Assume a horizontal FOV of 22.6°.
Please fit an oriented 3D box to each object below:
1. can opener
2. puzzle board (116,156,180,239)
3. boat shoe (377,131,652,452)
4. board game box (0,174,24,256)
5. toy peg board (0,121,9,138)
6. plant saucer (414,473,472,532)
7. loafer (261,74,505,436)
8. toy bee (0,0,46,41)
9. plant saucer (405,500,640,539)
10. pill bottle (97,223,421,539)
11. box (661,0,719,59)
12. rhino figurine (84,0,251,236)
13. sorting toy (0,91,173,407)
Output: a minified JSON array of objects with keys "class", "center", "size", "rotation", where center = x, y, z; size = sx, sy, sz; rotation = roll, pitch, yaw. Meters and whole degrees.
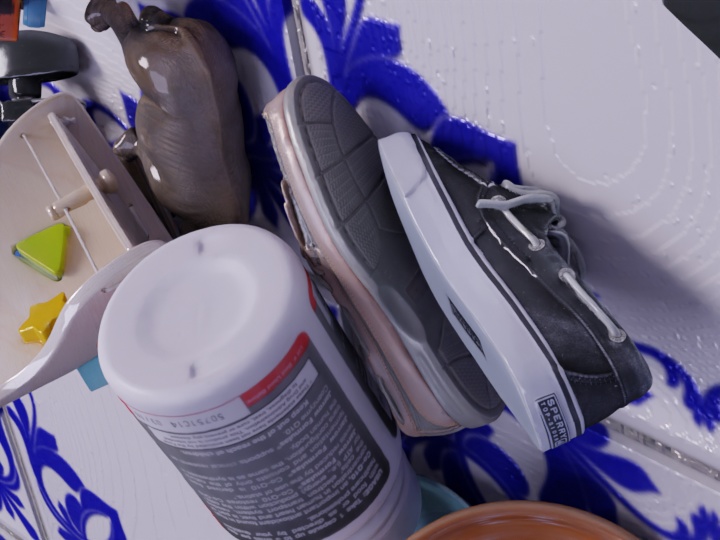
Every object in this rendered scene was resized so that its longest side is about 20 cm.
[{"class":"can opener","center":[-0.266,-0.109,1.140],"size":[0.053,0.199,0.067],"rotation":[20,-114,-77]},{"class":"puzzle board","center":[-0.139,0.014,1.187],"size":[0.150,0.017,0.201],"rotation":[1,118,55]},{"class":"boat shoe","center":[0.069,-0.005,0.830],"size":[0.200,0.068,0.074],"rotation":[58,172,49]},{"class":"board game box","center":[-0.238,-0.030,1.178],"size":[0.158,0.039,0.200],"rotation":[-17,126,46]},{"class":"toy peg board","center":[-0.330,-0.124,1.276],"size":[0.199,0.098,0.200],"rotation":[46,151,-13]},{"class":"plant saucer","center":[0.043,0.215,1.042],"size":[0.200,0.036,0.201],"rotation":[2,93,51]},{"class":"loafer","center":[0.000,0.000,0.916],"size":[0.063,0.072,0.200],"rotation":[-25,101,36]},{"class":"toy bee","center":[-0.213,-0.193,1.016],"size":[0.200,0.130,0.109],"rotation":[25,114,56]},{"class":"plant saucer","center":[0.087,0.217,0.935],"size":[0.200,0.200,0.037],"rotation":[54,-169,5]},{"class":"pill bottle","center":[-0.046,0.079,0.956],"size":[0.114,0.114,0.200],"rotation":[26,156,40]},{"class":"box","center":[0.215,-0.081,0.504],"size":[0.200,0.124,0.149],"rotation":[45,147,15]},{"class":"rhino figurine","center":[-0.095,-0.061,1.015],"size":[0.087,0.060,0.201],"rotation":[31,143,41]},{"class":"sorting toy","center":[-0.191,0.020,1.034],"size":[0.107,0.180,0.200],"rotation":[58,176,-37]}]
